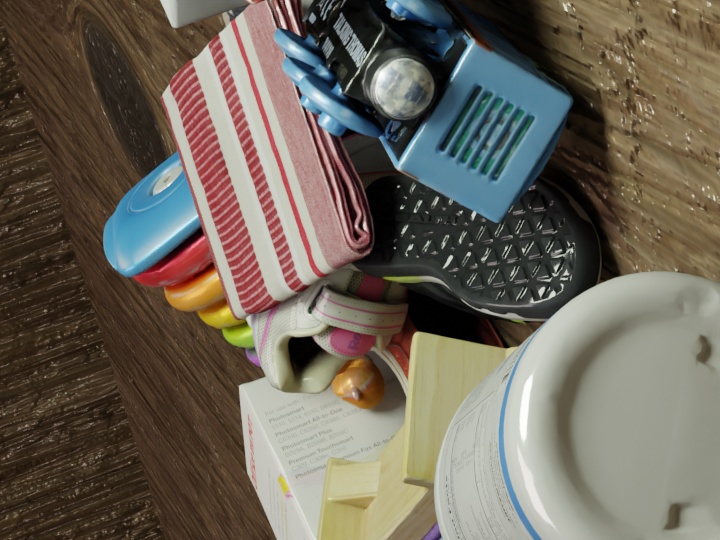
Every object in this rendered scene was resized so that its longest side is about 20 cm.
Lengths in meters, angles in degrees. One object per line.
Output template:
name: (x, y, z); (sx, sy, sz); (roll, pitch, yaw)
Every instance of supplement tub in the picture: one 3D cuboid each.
supplement tub: (0.108, 0.082, 1.083); (0.200, 0.131, 0.133); (120, 129, -76)

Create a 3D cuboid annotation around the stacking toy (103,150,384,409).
stacking toy: (-0.054, 0.014, 1.562); (0.200, 0.110, 0.116); (48, -167, -21)

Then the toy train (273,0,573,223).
toy train: (0.027, -0.096, 1.219); (0.114, 0.087, 0.200); (30, -170, -16)

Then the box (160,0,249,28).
box: (-0.084, -0.254, 1.425); (0.098, 0.124, 0.201); (91, 155, -59)

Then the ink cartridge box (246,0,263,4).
ink cartridge box: (-0.038, -0.161, 1.178); (0.109, 0.199, 0.051); (-140, 32, -67)

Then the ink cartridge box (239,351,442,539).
ink cartridge box: (0.008, 0.140, 1.641); (0.129, 0.125, 0.201); (91, 156, -59)

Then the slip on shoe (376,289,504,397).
slip on shoe: (0.038, 0.026, 1.490); (0.200, 0.074, 0.061); (-124, 41, -52)

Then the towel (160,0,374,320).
towel: (-0.052, -0.058, 1.381); (0.200, 0.023, 0.145); (-29, 78, 67)

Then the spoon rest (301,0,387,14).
spoon rest: (-0.006, -0.157, 1.336); (0.061, 0.099, 0.201); (-105, -8, -57)

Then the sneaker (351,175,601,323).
sneaker: (0.073, -0.010, 1.297); (0.200, 0.083, 0.072); (18, 85, 57)

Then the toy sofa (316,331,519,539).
toy sofa: (0.045, 0.114, 1.363); (0.200, 0.097, 0.083); (123, 157, -60)

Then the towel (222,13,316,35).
towel: (-0.056, -0.153, 1.684); (0.133, 0.034, 0.200); (85, 162, -48)

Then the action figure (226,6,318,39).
action figure: (-0.093, -0.209, 1.578); (0.119, 0.102, 0.201); (-53, 49, 42)

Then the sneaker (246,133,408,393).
sneaker: (0.000, 0.000, 1.433); (0.200, 0.081, 0.089); (-55, 36, 43)

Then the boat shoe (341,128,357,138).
boat shoe: (-0.017, -0.069, 1.541); (0.069, 0.074, 0.200); (60, 167, 17)
